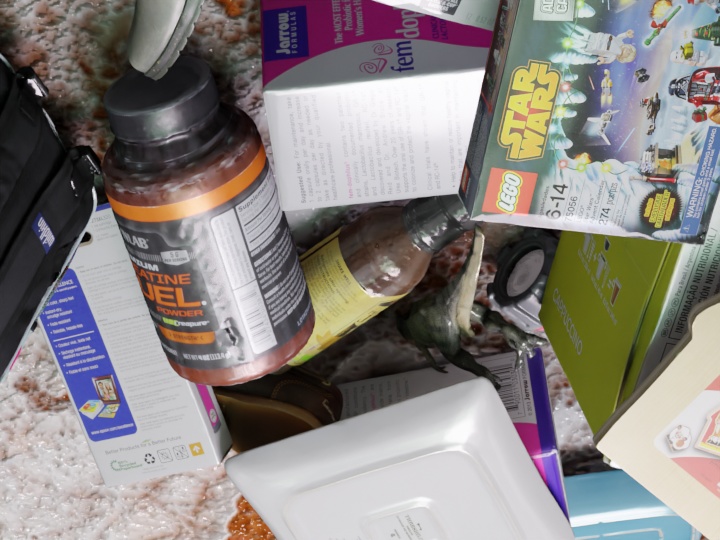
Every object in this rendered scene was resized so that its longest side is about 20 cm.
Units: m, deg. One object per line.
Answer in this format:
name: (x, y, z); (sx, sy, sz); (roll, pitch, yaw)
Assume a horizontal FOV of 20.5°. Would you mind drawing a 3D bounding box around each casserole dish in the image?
casserole dish: (0.189, 0.202, 1.582); (0.198, 0.039, 0.121); (-7, 148, 5)

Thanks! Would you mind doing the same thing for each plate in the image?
plate: (0.031, 0.172, 1.393); (0.198, 0.032, 0.200); (-18, 134, 14)

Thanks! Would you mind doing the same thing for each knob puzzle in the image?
knob puzzle: (0.258, 0.073, 1.152); (0.217, 0.031, 0.222); (-3, 116, -7)

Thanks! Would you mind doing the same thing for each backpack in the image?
backpack: (-0.270, -0.019, 1.221); (0.149, 0.201, 0.178); (-1, 141, 26)

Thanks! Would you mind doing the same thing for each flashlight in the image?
flashlight: (0.180, 0.046, 1.414); (0.199, 0.068, 0.068); (35, 90, -28)

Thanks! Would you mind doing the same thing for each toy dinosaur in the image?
toy dinosaur: (0.073, 0.040, 1.348); (0.088, 0.047, 0.200); (46, 156, 4)

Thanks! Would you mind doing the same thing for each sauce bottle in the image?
sauce bottle: (0.000, 0.000, 1.357); (0.199, 0.065, 0.065); (-33, 129, 28)

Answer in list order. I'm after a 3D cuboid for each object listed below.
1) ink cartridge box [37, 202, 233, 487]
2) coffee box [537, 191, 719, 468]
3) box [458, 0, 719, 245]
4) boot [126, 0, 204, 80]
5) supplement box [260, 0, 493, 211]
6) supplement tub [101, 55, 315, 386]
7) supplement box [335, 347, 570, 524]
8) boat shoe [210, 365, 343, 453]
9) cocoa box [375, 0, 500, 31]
ink cartridge box: (-0.166, 0.049, 1.368); (0.094, 0.037, 0.201); (-13, 110, 22)
coffee box: (0.244, 0.001, 1.245); (0.196, 0.200, 0.202); (9, 114, -13)
box: (0.138, -0.116, 1.042); (0.136, 0.040, 0.202); (6, 116, -11)
boot: (-0.142, -0.212, 1.138); (0.129, 0.068, 0.201); (13, 126, -11)
supplement box: (0.041, -0.114, 1.219); (0.198, 0.102, 0.104); (-7, 136, 2)
supplement tub: (-0.102, -0.033, 1.272); (0.106, 0.107, 0.201); (-12, 121, 8)
supplement box: (0.047, 0.142, 1.470); (0.198, 0.102, 0.104); (-10, 135, 6)
boat shoe: (-0.110, 0.083, 1.426); (0.198, 0.071, 0.071); (20, 127, 4)
cocoa box: (0.084, -0.220, 1.090); (0.198, 0.134, 0.132); (13, 131, -17)
